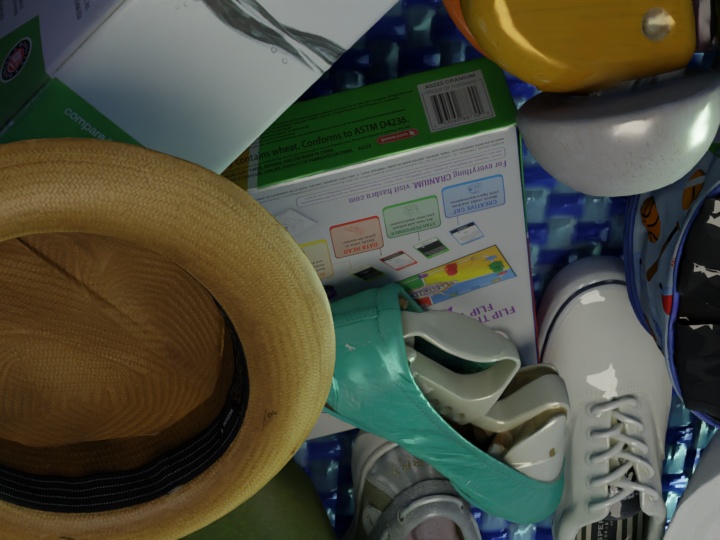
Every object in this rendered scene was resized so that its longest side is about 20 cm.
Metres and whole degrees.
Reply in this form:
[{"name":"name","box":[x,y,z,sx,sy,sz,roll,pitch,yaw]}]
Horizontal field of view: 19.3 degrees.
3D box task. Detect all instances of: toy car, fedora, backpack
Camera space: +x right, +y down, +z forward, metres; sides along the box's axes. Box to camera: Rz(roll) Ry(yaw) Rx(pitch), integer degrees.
[{"name":"toy car","box":[0.125,-0.134,0.853,0.198,0.150,0.177,-13,104,-10]},{"name":"fedora","box":[-0.107,0.018,0.776,0.199,0.082,0.202,-8,130,-10]},{"name":"backpack","box":[0.214,-0.016,0.947,0.189,0.154,0.202,-7,118,-16]}]

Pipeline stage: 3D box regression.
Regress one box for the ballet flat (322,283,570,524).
[{"name":"ballet flat","box":[0.053,0.062,0.949,0.070,0.068,0.200,-26,142,30]}]

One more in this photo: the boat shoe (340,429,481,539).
[{"name":"boat shoe","box":[0.029,0.150,1.056,0.074,0.065,0.203,-6,139,-7]}]

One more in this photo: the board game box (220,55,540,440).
[{"name":"board game box","box":[0.000,0.000,0.944,0.152,0.041,0.201,-13,144,-2]}]

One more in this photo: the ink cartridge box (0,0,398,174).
[{"name":"ink cartridge box","box":[-0.059,-0.124,0.827,0.200,0.147,0.083,-42,121,18]}]

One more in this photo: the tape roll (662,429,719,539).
[{"name":"tape roll","box":[0.250,0.152,1.047,0.201,0.071,0.204,14,126,21]}]

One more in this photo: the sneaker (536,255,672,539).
[{"name":"sneaker","box":[0.127,0.088,1.045,0.072,0.071,0.201,-11,124,-3]}]

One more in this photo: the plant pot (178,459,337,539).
[{"name":"plant pot","box":[-0.068,0.182,1.002,0.198,0.185,0.202,-4,124,-7]}]
